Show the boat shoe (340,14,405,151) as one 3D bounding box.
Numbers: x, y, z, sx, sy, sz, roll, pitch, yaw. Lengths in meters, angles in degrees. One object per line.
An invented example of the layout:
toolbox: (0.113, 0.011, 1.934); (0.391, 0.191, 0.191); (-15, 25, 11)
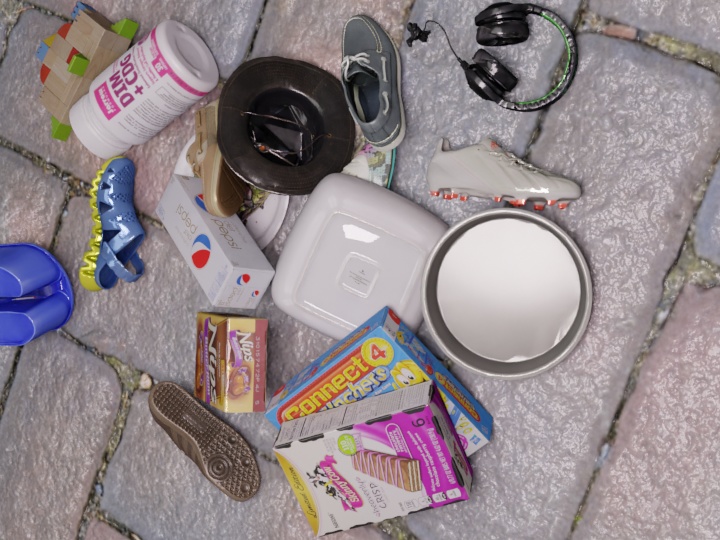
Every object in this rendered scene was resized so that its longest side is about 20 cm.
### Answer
boat shoe: (0.009, -0.246, 1.438); (0.073, 0.062, 0.201); (-21, 63, 21)

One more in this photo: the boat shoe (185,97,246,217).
boat shoe: (-0.191, -0.143, 1.504); (0.064, 0.071, 0.201); (-15, 47, 15)

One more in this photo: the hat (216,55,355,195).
hat: (-0.101, -0.175, 1.500); (0.199, 0.081, 0.202); (5, 68, -11)

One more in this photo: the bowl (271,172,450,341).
bowl: (0.000, 0.000, 1.403); (0.199, 0.075, 0.201); (26, 102, 0)

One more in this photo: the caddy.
caddy: (-0.522, 0.033, 1.725); (0.199, 0.105, 0.142); (-2, 110, 29)

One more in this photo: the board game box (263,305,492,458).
board game box: (0.022, 0.177, 1.392); (0.200, 0.056, 0.196); (-39, 103, 23)

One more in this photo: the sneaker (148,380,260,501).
sneaker: (-0.212, 0.233, 1.574); (0.070, 0.076, 0.200); (-39, 86, -21)

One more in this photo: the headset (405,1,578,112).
headset: (0.155, -0.261, 1.358); (0.199, 0.094, 0.124); (17, 96, 17)

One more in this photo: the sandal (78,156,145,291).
sandal: (-0.341, -0.062, 1.645); (0.087, 0.079, 0.201); (13, 103, 25)

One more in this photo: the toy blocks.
toy blocks: (-0.421, -0.307, 1.691); (0.137, 0.100, 0.201); (40, 107, 36)

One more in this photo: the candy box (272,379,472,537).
candy box: (0.015, 0.222, 1.348); (0.199, 0.061, 0.137); (-18, 110, 18)

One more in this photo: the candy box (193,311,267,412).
candy box: (-0.170, 0.115, 1.486); (0.200, 0.056, 0.117); (179, 93, -70)

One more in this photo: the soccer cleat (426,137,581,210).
soccer cleat: (0.167, -0.117, 1.365); (0.199, 0.069, 0.078); (9, 90, 32)

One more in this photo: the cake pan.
cake pan: (0.170, 0.026, 1.346); (0.199, 0.037, 0.202); (1, 96, 12)

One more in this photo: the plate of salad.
plate of salad: (-0.185, -0.110, 1.571); (0.199, 0.048, 0.201); (0, 89, 29)

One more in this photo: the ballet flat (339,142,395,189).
ballet flat: (-0.004, -0.081, 1.450); (0.069, 0.071, 0.201); (-157, 75, -66)

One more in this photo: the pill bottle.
pill bottle: (-0.304, -0.247, 1.602); (0.200, 0.113, 0.114); (-33, 73, 24)

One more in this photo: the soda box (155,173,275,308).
soda box: (-0.189, -0.039, 1.473); (0.200, 0.068, 0.064); (54, 124, 38)
